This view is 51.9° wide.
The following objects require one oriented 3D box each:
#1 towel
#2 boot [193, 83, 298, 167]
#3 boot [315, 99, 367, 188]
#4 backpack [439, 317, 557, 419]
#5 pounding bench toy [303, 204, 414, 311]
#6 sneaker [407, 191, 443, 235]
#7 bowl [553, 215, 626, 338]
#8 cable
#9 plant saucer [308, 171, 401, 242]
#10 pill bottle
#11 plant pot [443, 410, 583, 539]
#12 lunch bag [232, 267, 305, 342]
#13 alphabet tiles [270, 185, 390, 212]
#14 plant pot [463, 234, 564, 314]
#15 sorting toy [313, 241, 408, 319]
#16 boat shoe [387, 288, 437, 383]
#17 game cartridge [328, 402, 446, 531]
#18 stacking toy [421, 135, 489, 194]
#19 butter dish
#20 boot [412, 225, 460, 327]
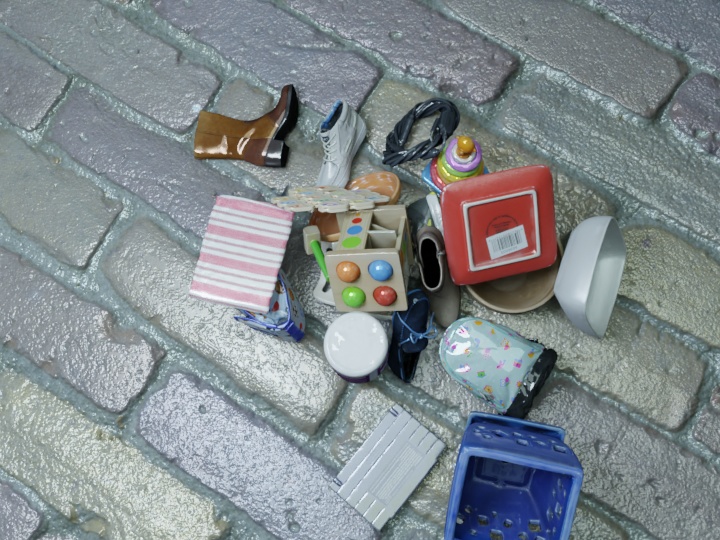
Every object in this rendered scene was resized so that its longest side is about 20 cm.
[{"bbox_3d":[-0.207,-0.029,1.307,0.146,0.030,0.201,13,74,3],"label":"towel"},{"bbox_3d":[-0.237,-0.308,1.539,0.199,0.068,0.189,9,84,12],"label":"boot"},{"bbox_3d":[-0.059,-0.241,1.476,0.073,0.096,0.201,7,69,37],"label":"boot"},{"bbox_3d":[0.244,0.164,1.361,0.200,0.127,0.167,30,83,12],"label":"backpack"},{"bbox_3d":[-0.017,-0.014,1.283,0.199,0.125,0.156,-2,38,13],"label":"pounding bench toy"},{"bbox_3d":[0.144,-0.050,1.453,0.084,0.074,0.201,-18,76,18],"label":"sneaker"},{"bbox_3d":[0.422,0.008,1.368,0.074,0.200,0.201,14,76,32],"label":"bowl"},{"bbox_3d":[0.119,-0.273,1.474,0.163,0.051,0.200,-23,34,30],"label":"cable"},{"bbox_3d":[-0.007,-0.117,1.429,0.200,0.200,0.038,-35,120,-6],"label":"plant saucer"},{"bbox_3d":[-0.005,0.145,1.336,0.112,0.200,0.113,0,76,2],"label":"pill bottle"},{"bbox_3d":[0.254,0.358,1.264,0.199,0.180,0.201,10,109,5],"label":"plant pot"},{"bbox_3d":[-0.186,0.046,1.383,0.124,0.170,0.200,-40,77,-5],"label":"lunch bag"},{"bbox_3d":[-0.055,-0.132,1.340,0.195,0.200,0.015,-9,108,-22],"label":"alphabet tiles"},{"bbox_3d":[0.282,-0.009,1.417,0.200,0.093,0.202,-1,75,2],"label":"plant pot"},{"bbox_3d":[0.000,0.000,1.429,0.179,0.107,0.201,3,76,10],"label":"sorting toy"},{"bbox_3d":[0.100,0.122,1.347,0.084,0.200,0.069,-18,46,-21],"label":"boat shoe"},{"bbox_3d":[0.052,0.362,1.369,0.130,0.038,0.200,40,81,7],"label":"game cartridge"},{"bbox_3d":[0.192,-0.214,1.414,0.116,0.200,0.110,40,81,9],"label":"stacking toy"},{"bbox_3d":[0.234,-0.097,1.328,0.199,0.148,0.200,-13,115,-4],"label":"butter dish"},{"bbox_3d":[0.136,0.018,1.334,0.070,0.146,0.201,-14,94,10],"label":"boot"}]
